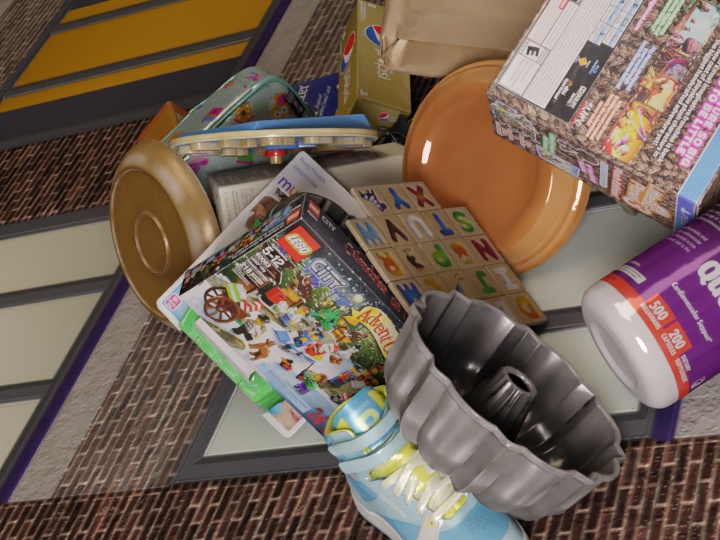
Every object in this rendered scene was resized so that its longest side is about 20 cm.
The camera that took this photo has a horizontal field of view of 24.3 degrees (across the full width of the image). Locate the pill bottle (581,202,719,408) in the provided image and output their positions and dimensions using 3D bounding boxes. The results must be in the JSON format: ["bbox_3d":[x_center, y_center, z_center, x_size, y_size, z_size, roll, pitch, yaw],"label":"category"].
[{"bbox_3d":[0.281,0.014,1.315,0.200,0.113,0.112,-33,32,-6],"label":"pill bottle"}]

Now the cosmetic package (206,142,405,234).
[{"bbox_3d":[-0.044,-0.071,1.642,0.199,0.071,0.105,-10,12,-8],"label":"cosmetic package"}]

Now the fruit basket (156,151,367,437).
[{"bbox_3d":[-0.061,0.019,1.514,0.185,0.094,0.200,44,93,16],"label":"fruit basket"}]

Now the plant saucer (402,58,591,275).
[{"bbox_3d":[0.117,-0.094,1.532,0.200,0.201,0.037,-1,2,36],"label":"plant saucer"}]

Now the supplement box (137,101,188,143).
[{"bbox_3d":[-0.201,-0.114,1.894,0.067,0.069,0.200,-48,27,15],"label":"supplement box"}]

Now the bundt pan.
[{"bbox_3d":[0.100,0.110,1.265,0.076,0.201,0.202,-53,25,22],"label":"bundt pan"}]

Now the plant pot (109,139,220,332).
[{"bbox_3d":[-0.199,-0.030,1.665,0.027,0.201,0.200,-18,23,-34],"label":"plant pot"}]

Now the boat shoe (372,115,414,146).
[{"bbox_3d":[0.047,-0.128,1.743,0.200,0.062,0.075,-32,34,-4],"label":"boat shoe"}]

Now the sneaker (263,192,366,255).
[{"bbox_3d":[0.000,0.000,1.455,0.076,0.200,0.079,-58,20,-19],"label":"sneaker"}]

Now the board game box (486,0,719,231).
[{"bbox_3d":[0.232,-0.150,1.394,0.200,0.097,0.160,31,80,16],"label":"board game box"}]

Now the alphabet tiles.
[{"bbox_3d":[0.076,0.002,1.426,0.166,0.200,0.006,-8,-34,-50],"label":"alphabet tiles"}]

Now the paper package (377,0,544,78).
[{"bbox_3d":[0.144,-0.235,1.657,0.190,0.104,0.200,9,6,22],"label":"paper package"}]

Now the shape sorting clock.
[{"bbox_3d":[-0.082,-0.122,1.601,0.199,0.039,0.200,-6,3,0],"label":"shape sorting clock"}]

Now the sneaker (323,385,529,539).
[{"bbox_3d":[0.039,0.159,1.278,0.079,0.131,0.200,-41,35,-21],"label":"sneaker"}]

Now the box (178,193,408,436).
[{"bbox_3d":[-0.035,0.044,1.404,0.136,0.200,0.038,-31,28,26],"label":"box"}]

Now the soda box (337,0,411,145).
[{"bbox_3d":[0.015,-0.214,1.849,0.064,0.068,0.200,15,38,-13],"label":"soda box"}]

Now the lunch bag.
[{"bbox_3d":[-0.121,-0.103,1.748,0.200,0.161,0.077,-43,29,-12],"label":"lunch bag"}]

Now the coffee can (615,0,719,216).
[{"bbox_3d":[0.300,-0.160,1.515,0.200,0.147,0.146,-29,32,-1],"label":"coffee can"}]

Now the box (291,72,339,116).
[{"bbox_3d":[-0.083,-0.170,1.929,0.199,0.032,0.121,-15,34,22],"label":"box"}]
